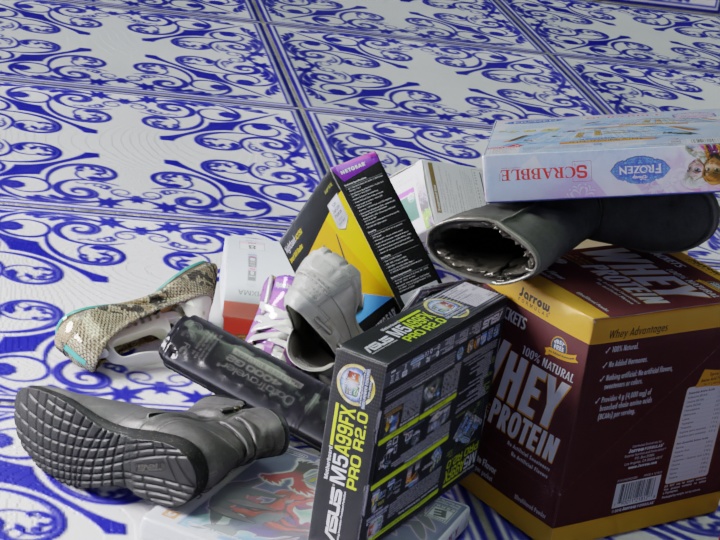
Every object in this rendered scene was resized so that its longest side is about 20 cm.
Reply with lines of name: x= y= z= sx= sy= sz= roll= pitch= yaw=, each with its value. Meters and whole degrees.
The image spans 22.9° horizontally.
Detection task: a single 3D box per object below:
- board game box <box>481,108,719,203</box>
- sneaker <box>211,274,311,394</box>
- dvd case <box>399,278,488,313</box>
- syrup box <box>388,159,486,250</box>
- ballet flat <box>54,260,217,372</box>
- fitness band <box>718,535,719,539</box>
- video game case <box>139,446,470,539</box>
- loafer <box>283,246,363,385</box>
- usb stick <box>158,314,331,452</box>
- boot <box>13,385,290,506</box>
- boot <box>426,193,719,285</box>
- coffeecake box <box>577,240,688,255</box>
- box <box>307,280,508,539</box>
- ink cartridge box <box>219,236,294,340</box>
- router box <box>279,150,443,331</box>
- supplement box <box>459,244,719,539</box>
board game box: x=0.204 y=-0.095 z=1.447 sx=0.200 sy=0.041 sz=0.200 roll=-2 pitch=12 yaw=9
sneaker: x=-0.083 y=0.065 z=1.550 sx=0.072 sy=0.115 sz=0.201 roll=12 pitch=23 yaw=5
dvd case: x=0.071 y=0.063 z=1.518 sx=0.148 sy=0.200 sz=0.016 roll=-10 pitch=61 yaw=-33
syrup box: x=0.117 y=-0.062 z=1.932 sx=0.200 sy=0.082 sz=0.079 roll=5 pitch=-23 yaw=-42
ballet flat: x=-0.189 y=0.052 z=1.632 sx=0.075 sy=0.068 sz=0.200 roll=44 pitch=40 yaw=21
fitness band: x=0.361 y=0.228 z=1.416 sx=0.143 sy=0.038 sz=0.200 roll=17 pitch=21 yaw=22
video game case: x=-0.039 y=0.192 z=1.361 sx=0.200 sy=0.023 sz=0.182 roll=17 pitch=22 yaw=19
loafer: x=-0.034 y=0.057 z=1.493 sx=0.070 sy=0.200 sz=0.070 roll=33 pitch=65 yaw=25
usb stick: x=-0.075 y=0.098 z=1.466 sx=0.200 sy=0.033 sz=0.055 roll=27 pitch=64 yaw=20
boot: x=-0.166 y=0.128 z=1.406 sx=0.200 sy=0.070 sz=0.132 roll=19 pitch=22 yaw=29
boot: x=0.172 y=-0.035 z=1.409 sx=0.181 sy=0.073 sz=0.200 roll=2 pitch=8 yaw=27
coffeecake box: x=0.221 y=-0.021 z=1.816 sx=0.153 sy=0.073 sz=0.200 roll=3 pitch=-17 yaw=-16
box: x=0.038 y=0.109 z=1.354 sx=0.044 sy=0.161 sz=0.200 roll=20 pitch=24 yaw=25
ink cartridge box: x=-0.057 y=0.025 z=1.763 sx=0.162 sy=0.057 sz=0.200 roll=7 pitch=16 yaw=-7
router box: x=0.000 y=0.000 z=1.573 sx=0.051 sy=0.149 sz=0.200 roll=-23 pitch=-11 yaw=-21
supplement box: x=0.202 y=0.096 z=1.463 sx=0.197 sy=0.200 sz=0.133 roll=-6 pitch=25 yaw=-35
